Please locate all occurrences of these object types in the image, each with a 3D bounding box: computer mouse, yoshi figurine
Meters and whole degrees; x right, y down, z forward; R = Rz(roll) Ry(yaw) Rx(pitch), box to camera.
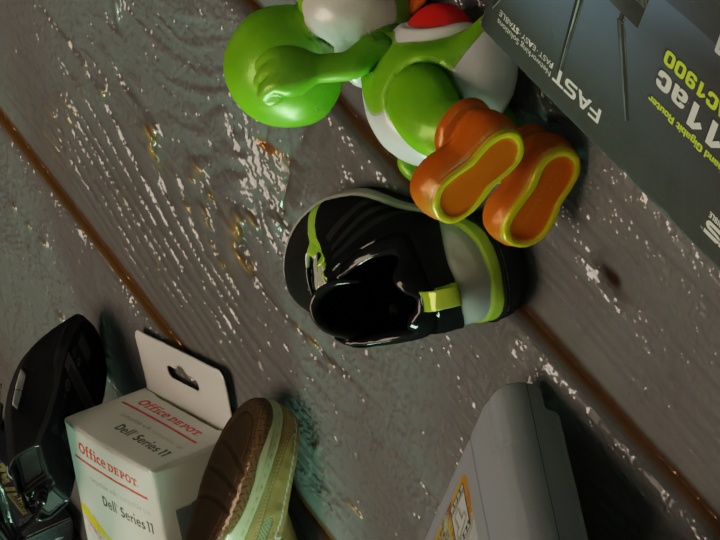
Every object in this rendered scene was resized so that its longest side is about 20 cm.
[{"bbox_3d":[-0.217,0.097,1.516,0.046,0.201,0.141,-2,143,17],"label":"computer mouse"},{"bbox_3d":[0.004,-0.080,1.148,0.200,0.112,0.113,47,149,37],"label":"yoshi figurine"}]

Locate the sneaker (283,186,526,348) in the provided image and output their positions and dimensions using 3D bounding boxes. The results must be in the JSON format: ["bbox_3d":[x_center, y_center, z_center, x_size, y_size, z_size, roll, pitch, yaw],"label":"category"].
[{"bbox_3d":[0.000,0.000,1.220,0.200,0.083,0.072,-3,105,58],"label":"sneaker"}]

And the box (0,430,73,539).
[{"bbox_3d":[-0.275,0.216,1.813,0.158,0.051,0.201,42,141,37],"label":"box"}]

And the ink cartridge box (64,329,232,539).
[{"bbox_3d":[-0.125,0.151,1.522,0.117,0.067,0.201,21,125,52],"label":"ink cartridge box"}]

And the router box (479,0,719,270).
[{"bbox_3d":[0.141,-0.103,0.957,0.200,0.062,0.150,49,145,30],"label":"router box"}]

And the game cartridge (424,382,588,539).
[{"bbox_3d":[0.060,0.171,1.197,0.133,0.041,0.201,-93,19,-51],"label":"game cartridge"}]

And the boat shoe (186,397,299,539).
[{"bbox_3d":[-0.064,0.169,1.441,0.072,0.076,0.201,-110,36,-61],"label":"boat shoe"}]
